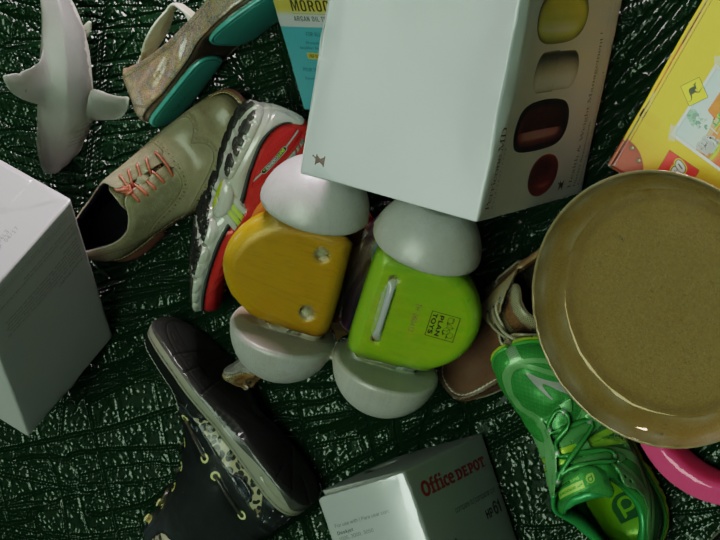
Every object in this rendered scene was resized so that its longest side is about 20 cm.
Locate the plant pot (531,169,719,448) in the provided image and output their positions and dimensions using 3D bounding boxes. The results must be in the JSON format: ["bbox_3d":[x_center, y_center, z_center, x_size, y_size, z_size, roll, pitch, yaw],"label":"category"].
[{"bbox_3d":[0.216,0.025,1.475,0.198,0.027,0.202,9,109,28],"label":"plant pot"}]

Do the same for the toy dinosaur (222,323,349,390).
[{"bbox_3d":[-0.026,0.037,1.679,0.198,0.061,0.107,-17,121,25],"label":"toy dinosaur"}]

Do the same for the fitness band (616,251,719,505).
[{"bbox_3d":[0.254,0.075,1.514,0.143,0.037,0.202,-9,105,35],"label":"fitness band"}]

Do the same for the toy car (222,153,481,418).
[{"bbox_3d":[0.000,0.000,1.589,0.198,0.150,0.176,18,115,3],"label":"toy car"}]

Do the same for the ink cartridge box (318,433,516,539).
[{"bbox_3d":[0.062,0.240,1.601,0.084,0.144,0.202,-21,88,28],"label":"ink cartridge box"}]

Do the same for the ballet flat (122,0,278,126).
[{"bbox_3d":[-0.124,-0.199,1.680,0.200,0.068,0.068,-40,72,25],"label":"ballet flat"}]

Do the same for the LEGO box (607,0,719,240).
[{"bbox_3d":[0.291,-0.119,1.463,0.148,0.077,0.201,36,113,18],"label":"LEGO box"}]

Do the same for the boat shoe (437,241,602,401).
[{"bbox_3d":[0.124,0.027,1.577,0.076,0.072,0.200,49,116,13],"label":"boat shoe"}]

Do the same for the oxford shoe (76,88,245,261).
[{"bbox_3d":[-0.165,-0.071,1.714,0.200,0.075,0.071,-46,76,25],"label":"oxford shoe"}]

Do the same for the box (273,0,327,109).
[{"bbox_3d":[-0.023,-0.217,1.581,0.082,0.049,0.201,4,129,28],"label":"box"}]

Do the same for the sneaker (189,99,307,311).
[{"bbox_3d":[-0.086,-0.041,1.681,0.084,0.077,0.201,15,124,-14],"label":"sneaker"}]

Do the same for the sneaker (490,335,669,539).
[{"bbox_3d":[0.166,0.134,1.544,0.074,0.084,0.201,-31,101,23],"label":"sneaker"}]

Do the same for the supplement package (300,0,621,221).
[{"bbox_3d":[0.079,-0.153,1.502,0.146,0.200,0.193,17,106,25],"label":"supplement package"}]

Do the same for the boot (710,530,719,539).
[{"bbox_3d":[0.230,0.282,1.505,0.073,0.153,0.205,33,112,19],"label":"boot"}]

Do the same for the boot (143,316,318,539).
[{"bbox_3d":[-0.143,0.157,1.741,0.204,0.073,0.154,50,119,14],"label":"boot"}]

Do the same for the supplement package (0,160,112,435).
[{"bbox_3d":[-0.299,0.017,1.717,0.119,0.122,0.201,27,151,22],"label":"supplement package"}]

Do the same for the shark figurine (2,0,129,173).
[{"bbox_3d":[-0.267,-0.184,1.728,0.128,0.089,0.217,-1,103,50],"label":"shark figurine"}]
